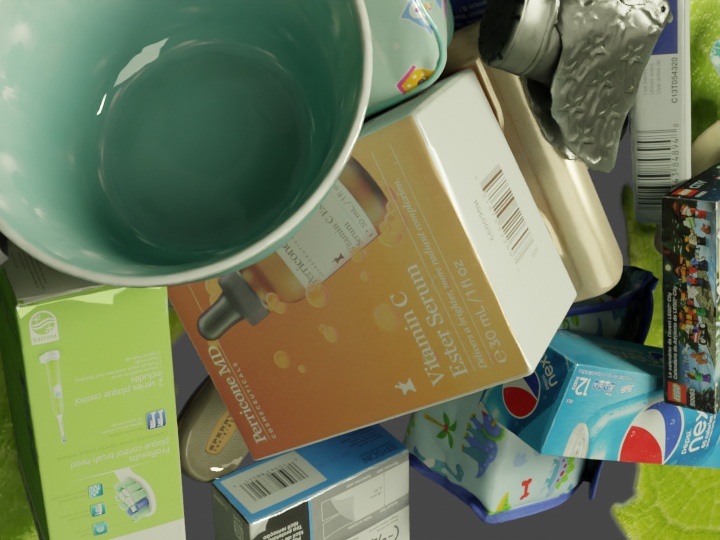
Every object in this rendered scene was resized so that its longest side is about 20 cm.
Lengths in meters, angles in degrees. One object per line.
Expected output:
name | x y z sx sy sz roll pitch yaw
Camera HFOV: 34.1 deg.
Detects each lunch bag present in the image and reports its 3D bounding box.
lunch bag | 0.146 0.083 0.899 0.198 0.127 0.173 -3 114 -45
lunch bag | -0.050 -0.173 0.651 0.158 0.077 0.202 -22 109 22

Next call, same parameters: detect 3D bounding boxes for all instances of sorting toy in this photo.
sorting toy | 0.043 -0.041 0.739 0.197 0.037 0.187 -19 109 25

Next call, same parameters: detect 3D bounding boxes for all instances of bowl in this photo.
bowl | -0.087 -0.077 0.576 0.200 0.201 0.105 -39 164 -4

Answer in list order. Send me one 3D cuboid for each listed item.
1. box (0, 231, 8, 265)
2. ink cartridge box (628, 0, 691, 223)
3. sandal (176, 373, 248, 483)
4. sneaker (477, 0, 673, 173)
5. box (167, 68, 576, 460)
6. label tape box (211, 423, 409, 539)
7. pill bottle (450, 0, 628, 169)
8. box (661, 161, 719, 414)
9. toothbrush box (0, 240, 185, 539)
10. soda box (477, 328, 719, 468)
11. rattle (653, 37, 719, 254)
box | -0.240 -0.094 0.557 0.049 0.201 0.162 -37 126 5
ink cartridge box | 0.199 -0.167 0.787 0.042 0.201 0.199 -2 120 14
sandal | -0.069 0.067 0.813 0.081 0.055 0.202 25 100 -34
sneaker | 0.132 -0.164 0.654 0.103 0.060 0.203 15 101 -24
box | 0.000 0.000 0.689 0.198 0.106 0.154 -22 101 30
label tape box | -0.033 0.230 0.890 0.143 0.063 0.203 -19 121 -32
pill bottle | 0.100 -0.164 0.752 0.115 0.116 0.201 -35 124 -8
box | 0.262 -0.008 0.785 0.199 0.037 0.139 -26 117 -46
toothbrush box | -0.168 0.071 0.709 0.085 0.146 0.204 -10 117 -22
soda box | 0.178 0.087 0.796 0.198 0.068 0.065 10 105 -38
rattle | 0.308 -0.071 0.871 0.128 0.144 0.202 0 130 -24
